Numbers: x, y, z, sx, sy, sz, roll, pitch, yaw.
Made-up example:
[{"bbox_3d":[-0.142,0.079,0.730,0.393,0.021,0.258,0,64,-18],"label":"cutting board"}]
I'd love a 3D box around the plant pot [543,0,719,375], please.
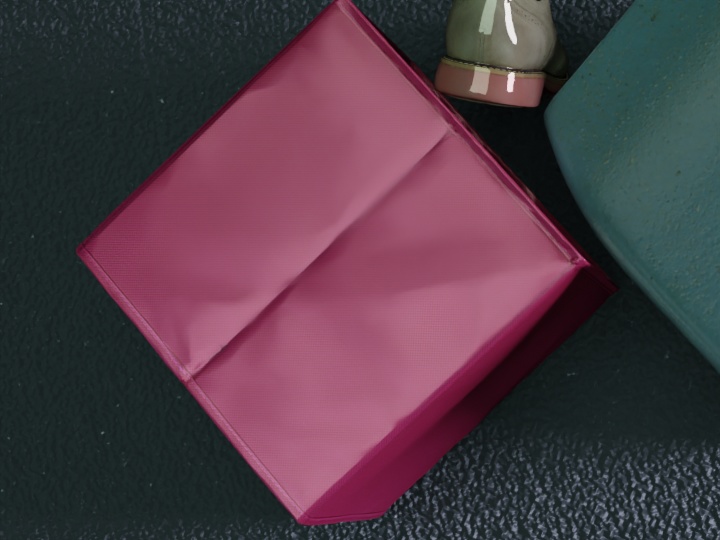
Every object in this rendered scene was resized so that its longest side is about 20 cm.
[{"bbox_3d":[0.215,-0.055,1.036,0.200,0.196,0.197,43,96,24],"label":"plant pot"}]

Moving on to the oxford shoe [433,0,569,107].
[{"bbox_3d":[0.085,-0.136,1.060,0.070,0.200,0.076,10,102,5],"label":"oxford shoe"}]

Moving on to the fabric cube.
[{"bbox_3d":[0.000,0.000,1.073,0.199,0.196,0.200,-44,77,7],"label":"fabric cube"}]
